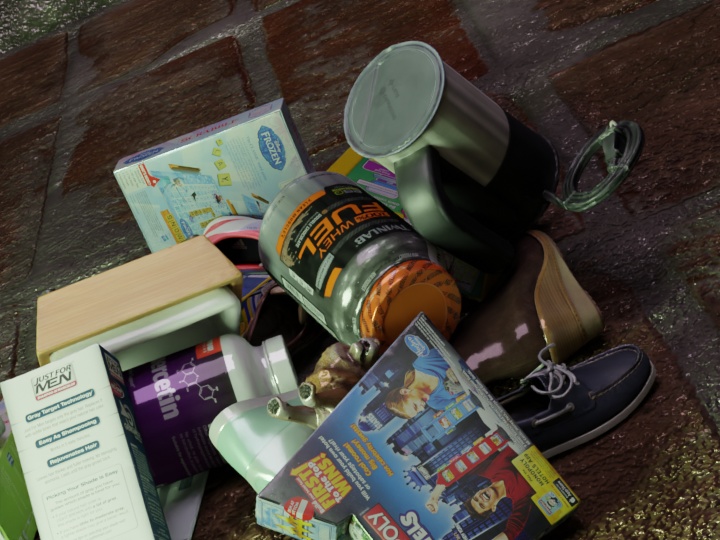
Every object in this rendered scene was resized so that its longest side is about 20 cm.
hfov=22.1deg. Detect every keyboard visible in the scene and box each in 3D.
[{"bbox_3d":[-0.168,0.200,1.711,0.056,0.011,0.201,-14,25,11],"label":"keyboard"}]

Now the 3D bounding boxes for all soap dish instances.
[{"bbox_3d":[-0.209,0.047,1.730,0.198,0.082,0.158,-21,-16,-11],"label":"soap dish"}]

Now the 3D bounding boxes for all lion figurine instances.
[{"bbox_3d":[-0.002,0.148,1.529,0.072,0.202,0.122,-33,-27,31],"label":"lion figurine"}]

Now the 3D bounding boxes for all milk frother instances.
[{"bbox_3d":[0.125,-0.121,1.667,0.200,0.187,0.181,-41,46,19],"label":"milk frother"}]

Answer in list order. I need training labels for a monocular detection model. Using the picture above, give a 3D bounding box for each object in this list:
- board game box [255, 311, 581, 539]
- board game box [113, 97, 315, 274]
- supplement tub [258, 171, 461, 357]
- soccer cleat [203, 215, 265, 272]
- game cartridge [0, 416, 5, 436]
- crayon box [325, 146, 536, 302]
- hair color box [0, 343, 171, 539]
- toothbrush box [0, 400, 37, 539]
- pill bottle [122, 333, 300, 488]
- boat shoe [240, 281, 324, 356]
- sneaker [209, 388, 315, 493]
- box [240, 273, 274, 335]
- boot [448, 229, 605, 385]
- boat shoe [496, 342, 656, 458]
[{"bbox_3d":[0.029,0.168,1.414,0.199,0.062,0.200,-33,67,-18],"label":"board game box"},{"bbox_3d":[-0.135,-0.060,1.989,0.197,0.202,0.041,-18,23,12],"label":"board game box"},{"bbox_3d":[0.000,0.000,1.683,0.122,0.123,0.200,-31,38,-16],"label":"supplement tub"},{"bbox_3d":[-0.071,-0.026,1.935,0.197,0.069,0.073,-2,20,5],"label":"soccer cleat"},{"bbox_3d":[-0.435,0.182,1.763,0.198,0.041,0.133,-11,31,35],"label":"game cartridge"},{"bbox_3d":[0.064,-0.061,1.852,0.198,0.059,0.173,19,36,17],"label":"crayon box"},{"bbox_3d":[-0.235,0.177,1.600,0.099,0.202,0.061,-21,-20,5],"label":"hair color box"},{"bbox_3d":[-0.385,0.221,1.783,0.144,0.087,0.200,-20,22,12],"label":"toothbrush box"},{"bbox_3d":[-0.153,0.128,1.699,0.198,0.113,0.113,-20,23,-1],"label":"pill bottle"},{"bbox_3d":[-0.069,0.041,1.840,0.200,0.072,0.072,-48,-1,-36],"label":"boat shoe"},{"bbox_3d":[-0.020,0.154,1.611,0.199,0.074,0.118,-16,50,-30],"label":"sneaker"},{"bbox_3d":[-0.159,0.082,1.877,0.200,0.065,0.070,-39,23,-31],"label":"box"},{"bbox_3d":[0.117,0.040,1.683,0.165,0.073,0.200,-24,26,-4],"label":"boot"},{"bbox_3d":[0.151,0.110,1.514,0.199,0.062,0.075,-28,23,-8],"label":"boat shoe"}]
